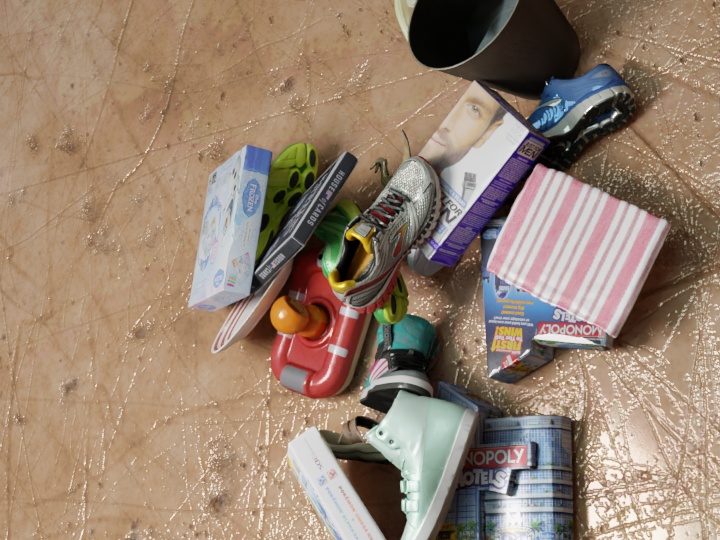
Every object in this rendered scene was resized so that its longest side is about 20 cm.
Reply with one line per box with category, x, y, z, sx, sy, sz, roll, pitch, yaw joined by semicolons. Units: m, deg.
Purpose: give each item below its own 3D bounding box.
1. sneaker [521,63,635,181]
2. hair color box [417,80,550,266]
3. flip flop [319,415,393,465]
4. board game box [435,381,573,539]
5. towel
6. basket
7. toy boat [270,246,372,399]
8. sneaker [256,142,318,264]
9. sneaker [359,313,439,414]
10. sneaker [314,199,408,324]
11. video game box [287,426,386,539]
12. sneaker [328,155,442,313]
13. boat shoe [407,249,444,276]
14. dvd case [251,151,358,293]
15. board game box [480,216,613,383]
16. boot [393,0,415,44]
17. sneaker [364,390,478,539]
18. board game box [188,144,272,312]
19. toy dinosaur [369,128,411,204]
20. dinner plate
sneaker;0.246;-0.186;1.670;0.199;0.078;0.090;-31;47;23
hair color box;0.126;-0.118;1.643;0.201;0.065;0.109;-52;57;14
flip flop;0.010;0.214;1.696;0.199;0.080;0.058;-6;75;61
board game box;0.153;0.232;1.613;0.198;0.061;0.202;-10;72;34
towel;0.253;-0.026;1.565;0.199;0.030;0.147;29;95;36
basket;0.180;-0.296;1.657;0.181;0.199;0.136;-49;56;16
toy boat;-0.069;0.065;1.789;0.130;0.130;0.202;14;86;38
sneaker;-0.131;-0.105;1.904;0.201;0.074;0.084;-57;36;23
sneaker;0.060;0.113;1.675;0.200;0.083;0.122;145;145;-73
sneaker;0.000;0.000;1.716;0.083;0.074;0.201;-35;51;10
video game box;-0.027;0.288;1.630;0.047;0.200;0.183;-28;79;-10
sneaker;0.030;-0.046;1.604;0.077;0.082;0.201;26;88;36
boat shoe;0.108;-0.090;1.748;0.071;0.072;0.202;22;86;52
dvd case;-0.081;-0.060;1.756;0.151;0.025;0.200;-59;9;-28
board game box;0.226;0.040;1.620;0.198;0.061;0.202;4;80;37
boot;0.122;-0.390;1.811;0.154;0.072;0.202;-22;65;28
sneaker;0.052;0.241;1.566;0.117;0.074;0.202;20;88;13
board game box;-0.183;-0.053;1.857;0.200;0.043;0.201;160;121;-68
toy dinosaur;0.054;-0.110;1.767;0.101;0.058;0.202;-121;33;-56
dinner plate;-0.140;0.036;1.851;0.201;0.024;0.200;-52;11;15
